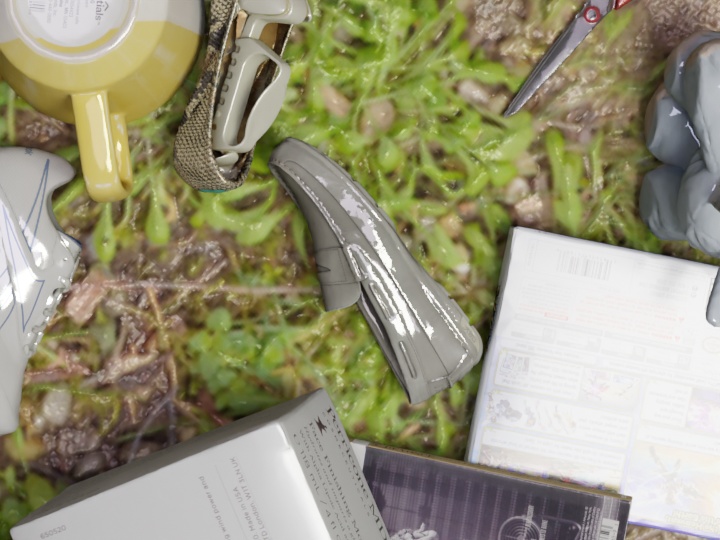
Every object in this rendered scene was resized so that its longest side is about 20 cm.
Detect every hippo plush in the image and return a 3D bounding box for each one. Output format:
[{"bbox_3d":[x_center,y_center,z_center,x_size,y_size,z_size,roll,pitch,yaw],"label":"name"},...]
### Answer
[{"bbox_3d":[0.283,-0.071,1.446,0.161,0.200,0.160,2,110,-10],"label":"hippo plush"}]

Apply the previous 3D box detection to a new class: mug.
[{"bbox_3d":[-0.167,-0.156,1.444,0.149,0.153,0.187,-39,92,-1],"label":"mug"}]

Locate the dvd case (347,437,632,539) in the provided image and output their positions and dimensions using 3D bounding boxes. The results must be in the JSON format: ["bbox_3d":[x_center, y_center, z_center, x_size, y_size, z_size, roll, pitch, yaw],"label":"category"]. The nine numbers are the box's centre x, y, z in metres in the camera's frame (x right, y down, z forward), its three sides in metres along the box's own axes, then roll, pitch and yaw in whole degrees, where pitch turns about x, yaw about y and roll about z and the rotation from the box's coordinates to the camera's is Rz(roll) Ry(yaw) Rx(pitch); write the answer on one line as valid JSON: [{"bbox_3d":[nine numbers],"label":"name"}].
[{"bbox_3d":[0.071,0.201,1.493,0.200,0.016,0.149,11,104,10],"label":"dvd case"}]

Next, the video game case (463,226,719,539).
[{"bbox_3d":[0.181,0.077,1.509,0.200,0.045,0.182,11,91,-1],"label":"video game case"}]

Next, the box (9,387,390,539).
[{"bbox_3d":[-0.086,0.208,1.447,0.200,0.131,0.199,-23,93,13],"label":"box"}]

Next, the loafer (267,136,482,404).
[{"bbox_3d":[0.000,0.000,1.492,0.070,0.070,0.200,-39,92,-8],"label":"loafer"}]

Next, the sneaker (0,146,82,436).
[{"bbox_3d":[-0.230,0.011,1.489,0.087,0.075,0.200,2,92,-6],"label":"sneaker"}]

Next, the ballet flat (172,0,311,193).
[{"bbox_3d":[-0.070,-0.146,1.483,0.068,0.075,0.200,13,92,-41],"label":"ballet flat"}]

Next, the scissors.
[{"bbox_3d":[0.161,-0.188,1.521,0.200,0.014,0.073,-35,94,1],"label":"scissors"}]
